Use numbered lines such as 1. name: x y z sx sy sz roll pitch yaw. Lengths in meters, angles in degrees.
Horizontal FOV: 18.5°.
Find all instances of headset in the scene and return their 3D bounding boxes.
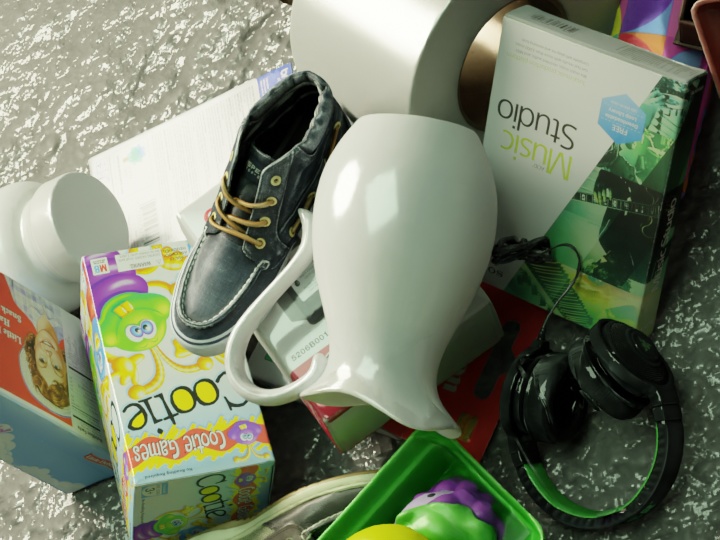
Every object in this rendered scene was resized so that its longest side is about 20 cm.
1. headset: 0.139 0.073 1.477 0.123 0.094 0.201 -22 75 34

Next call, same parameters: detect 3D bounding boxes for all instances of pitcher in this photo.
1. pitcher: 0.000 0.000 1.465 0.171 0.121 0.201 7 83 17

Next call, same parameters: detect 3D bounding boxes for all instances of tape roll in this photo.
1. tape roll: 0.068 -0.176 1.592 0.139 0.203 0.203 37 89 39

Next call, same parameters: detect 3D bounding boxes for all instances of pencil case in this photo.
1. pencil case: 0.213 -0.147 1.563 0.088 0.088 0.201 7 73 34

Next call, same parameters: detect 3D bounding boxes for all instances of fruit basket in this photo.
1. fruit basket: 0.018 0.208 1.436 0.216 0.216 0.155 -48 52 3

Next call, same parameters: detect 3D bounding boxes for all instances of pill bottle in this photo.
1. pill bottle: -0.281 -0.003 1.758 0.200 0.113 0.113 -24 56 36

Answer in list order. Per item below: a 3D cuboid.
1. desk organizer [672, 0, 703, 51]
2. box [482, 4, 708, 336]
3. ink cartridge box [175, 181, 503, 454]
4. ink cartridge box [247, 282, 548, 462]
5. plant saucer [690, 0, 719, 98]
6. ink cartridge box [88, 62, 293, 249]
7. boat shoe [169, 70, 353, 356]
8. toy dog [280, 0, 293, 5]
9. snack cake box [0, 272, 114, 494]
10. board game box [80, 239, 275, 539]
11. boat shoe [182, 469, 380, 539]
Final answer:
1. desk organizer: 0.313 -0.172 1.473 0.199 0.077 0.072 16 75 14
2. box: 0.148 -0.063 1.505 0.144 0.036 0.201 24 123 29
3. ink cartridge box: -0.017 0.003 1.570 0.145 0.083 0.200 -36 67 -4
4. ink cartridge box: 0.030 0.037 1.610 0.200 0.050 0.161 18 78 39
5. plant saucer: 0.335 -0.109 1.420 0.199 0.200 0.037 -8 30 30
6. ink cartridge box: -0.122 -0.073 1.762 0.200 0.042 0.120 -25 57 23
7. boat shoe: -0.076 -0.042 1.504 0.071 0.091 0.201 26 77 20
8. toy dog: -0.063 -0.314 1.802 0.193 0.140 0.201 10 67 -4
9. snack cake box: -0.259 0.079 1.671 0.067 0.200 0.115 -23 57 21
10. board game box: -0.138 0.091 1.628 0.103 0.105 0.200 -9 55 -13
11. boat shoe: -0.049 0.200 1.570 0.200 0.072 0.066 -24 66 21
